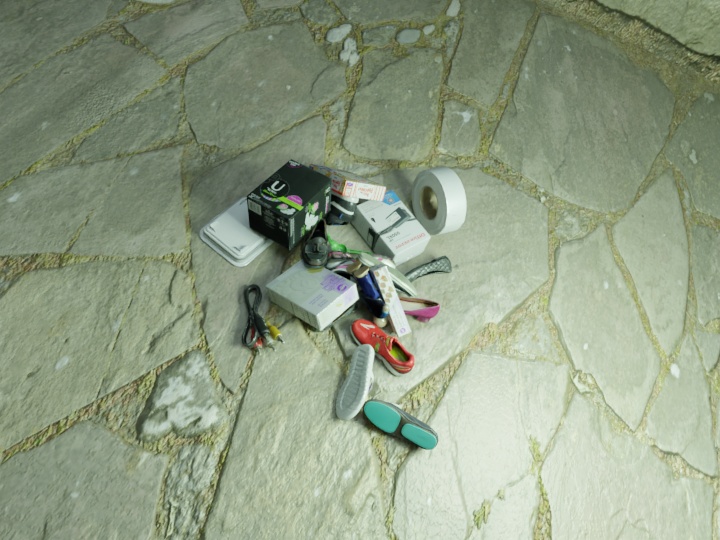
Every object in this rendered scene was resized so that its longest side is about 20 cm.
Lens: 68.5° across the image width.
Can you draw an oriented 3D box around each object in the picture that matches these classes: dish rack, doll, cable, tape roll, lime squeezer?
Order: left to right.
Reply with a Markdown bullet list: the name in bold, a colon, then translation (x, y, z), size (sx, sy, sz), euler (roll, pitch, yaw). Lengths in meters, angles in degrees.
- **dish rack**: translation (-0.332, -0.121, 1.493), size (0.172, 0.044, 0.200), euler (37, 56, 11)
- **cable**: translation (-0.271, 0.130, 1.364), size (0.097, 0.050, 0.200), euler (-24, 54, -9)
- **lime squeezer**: translation (-0.056, -0.064, 1.501), size (0.071, 0.200, 0.038), euler (9, 80, 38)
- **doll**: translation (0.027, 0.068, 1.388), size (0.048, 0.200, 0.136), euler (-36, 33, -16)
- **tape roll**: translation (0.235, -0.210, 1.606), size (0.071, 0.203, 0.203), euler (-13, 63, -23)

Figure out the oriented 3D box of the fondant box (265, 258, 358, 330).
- **fondant box**: translation (-0.126, 0.057, 1.376), size (0.200, 0.058, 0.144), euler (26, 51, 35)

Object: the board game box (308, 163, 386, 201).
- **board game box**: translation (-0.044, -0.262, 1.569), size (0.151, 0.046, 0.200), euler (2, 21, -39)

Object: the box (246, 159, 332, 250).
- **box**: translation (-0.193, -0.186, 1.462), size (0.148, 0.124, 0.200), euler (29, 53, 16)

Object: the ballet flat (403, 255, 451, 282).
- **ballet flat**: translation (0.186, 0.011, 1.536), size (0.200, 0.066, 0.057), euler (-23, 83, -24)

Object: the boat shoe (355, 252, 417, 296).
- **boat shoe**: translation (0.066, 0.023, 1.443), size (0.200, 0.062, 0.075), euler (29, 18, -17)

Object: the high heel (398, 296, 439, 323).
- **high heel**: translation (0.114, 0.089, 1.445), size (0.200, 0.096, 0.067), euler (21, 55, -1)

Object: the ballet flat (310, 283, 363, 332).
- **ballet flat**: translation (-0.050, 0.091, 1.418), size (0.072, 0.072, 0.200), euler (42, 57, 13)

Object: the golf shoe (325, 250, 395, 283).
- **golf shoe**: translation (0.000, 0.000, 1.493), size (0.200, 0.073, 0.092), euler (3, 67, -4)

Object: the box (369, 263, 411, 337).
- **box**: translation (0.079, 0.079, 1.400), size (0.039, 0.041, 0.200), euler (-24, 106, -9)

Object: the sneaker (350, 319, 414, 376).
- **sneaker**: translation (0.064, 0.187, 1.376), size (0.200, 0.085, 0.077), euler (37, 56, 10)

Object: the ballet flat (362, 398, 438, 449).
- **ballet flat**: translation (0.097, 0.368, 1.285), size (0.200, 0.073, 0.073), euler (28, 55, 4)

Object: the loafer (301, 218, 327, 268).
- **loafer**: translation (-0.123, -0.078, 1.463), size (0.072, 0.063, 0.200), euler (6, 30, -4)

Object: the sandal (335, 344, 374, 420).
- **sandal**: translation (0.000, 0.281, 1.317), size (0.050, 0.082, 0.203), euler (45, 54, -38)

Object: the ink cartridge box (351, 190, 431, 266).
- **ink cartridge box**: translation (0.090, -0.123, 1.582), size (0.145, 0.084, 0.200), euler (-27, 69, -28)

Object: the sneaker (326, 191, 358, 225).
- **sneaker**: translation (-0.096, -0.196, 1.589), size (0.073, 0.112, 0.200), euler (3, 20, -44)
